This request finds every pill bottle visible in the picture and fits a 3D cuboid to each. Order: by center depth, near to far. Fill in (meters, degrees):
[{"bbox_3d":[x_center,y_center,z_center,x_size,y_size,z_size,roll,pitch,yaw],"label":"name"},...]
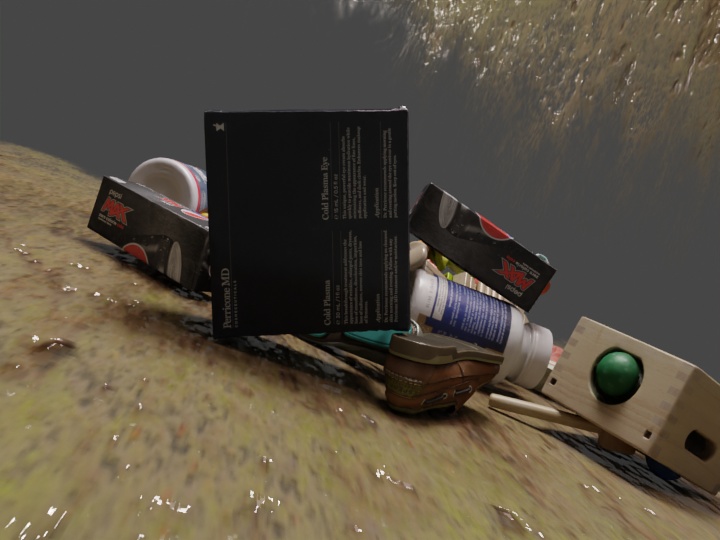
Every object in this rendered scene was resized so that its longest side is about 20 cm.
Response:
[{"bbox_3d":[0.141,0.082,0.986,0.197,0.113,0.111,20,4,-7],"label":"pill bottle"},{"bbox_3d":[-0.296,-0.116,1.269,0.118,0.121,0.200,21,4,7],"label":"pill bottle"}]

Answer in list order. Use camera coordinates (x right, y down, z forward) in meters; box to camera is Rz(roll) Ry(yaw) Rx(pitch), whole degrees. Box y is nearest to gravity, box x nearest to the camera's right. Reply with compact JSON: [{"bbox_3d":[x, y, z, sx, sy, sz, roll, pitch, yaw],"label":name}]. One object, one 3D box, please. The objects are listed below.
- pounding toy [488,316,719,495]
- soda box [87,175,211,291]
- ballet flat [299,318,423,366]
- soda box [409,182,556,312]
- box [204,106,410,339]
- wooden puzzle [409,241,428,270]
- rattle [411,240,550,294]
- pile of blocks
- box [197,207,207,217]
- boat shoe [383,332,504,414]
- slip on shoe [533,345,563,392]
[{"bbox_3d":[0.288,0.154,0.850,0.199,0.144,0.183,31,-2,-35],"label":"pounding toy"},{"bbox_3d":[-0.227,-0.043,0.886,0.198,0.072,0.063,26,8,32],"label":"soda box"},{"bbox_3d":[-0.014,0.066,0.842,0.198,0.068,0.064,18,-27,34],"label":"ballet flat"},{"bbox_3d":[0.152,-0.031,0.996,0.199,0.071,0.063,34,5,-1],"label":"soda box"},{"bbox_3d":[-0.050,-0.047,0.717,0.179,0.204,0.104,-1,7,-8],"label":"box"},{"bbox_3d":[0.000,0.000,1.001,0.047,0.183,0.200,64,6,-3],"label":"wooden puzzle"},{"bbox_3d":[0.163,0.003,1.120,0.199,0.131,0.142,40,43,16],"label":"rattle"},{"bbox_3d":[0.147,0.040,1.082,0.198,0.063,0.082,23,-41,-9],"label":"pile of blocks"},{"bbox_3d":[-0.150,-0.045,1.050,0.197,0.040,0.137,8,22,17],"label":"box"},{"bbox_3d":[0.078,0.102,0.750,0.071,0.069,0.199,14,1,36],"label":"boat shoe"},{"bbox_3d":[0.256,0.130,1.139,0.199,0.075,0.061,30,38,29],"label":"slip on shoe"}]
